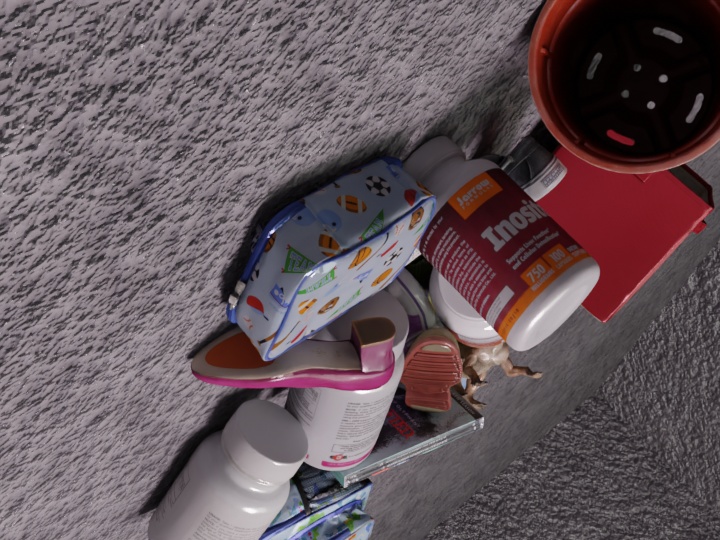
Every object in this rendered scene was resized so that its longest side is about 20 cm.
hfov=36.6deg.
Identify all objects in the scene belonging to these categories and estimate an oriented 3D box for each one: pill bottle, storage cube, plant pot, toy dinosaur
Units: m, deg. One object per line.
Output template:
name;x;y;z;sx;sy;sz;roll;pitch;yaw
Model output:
pill bottle;0.121;-0.030;1.034;0.113;0.200;0.113;-38;161;-16
storage cube;0.288;-0.075;1.280;0.180;0.200;0.171;-50;175;21
pill bottle;-0.142;0.240;1.191;0.114;0.114;0.201;-15;146;-56
pill bottle;-0.016;0.117;1.186;0.113;0.113;0.201;-30;151;-37
pill bottle;0.134;0.023;1.222;0.112;0.112;0.200;-44;168;-1
plant pot;0.275;-0.192;1.062;0.201;0.201;0.195;-48;169;13
toy dinosaur;0.149;0.094;1.401;0.085;0.137;0.200;8;147;-36

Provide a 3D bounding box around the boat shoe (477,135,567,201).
boat shoe;0.144;-0.092;1.172;0.072;0.068;0.200;-45;-175;-21

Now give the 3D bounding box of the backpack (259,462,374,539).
backpack;-0.086;0.324;1.409;0.198;0.148;0.184;-19;155;-21

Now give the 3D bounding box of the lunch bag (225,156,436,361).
lunch bag;-0.029;-0.008;0.967;0.199;0.076;0.161;-29;159;-41

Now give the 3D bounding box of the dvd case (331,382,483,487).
dvd case;0.028;0.177;1.317;0.198;0.146;0.022;-17;127;-27

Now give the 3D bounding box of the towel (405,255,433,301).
towel;0.100;0.004;1.351;0.143;0.023;0.201;-38;160;-19

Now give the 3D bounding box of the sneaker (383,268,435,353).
sneaker;0.021;0.077;1.261;0.114;0.073;0.201;-34;159;-19

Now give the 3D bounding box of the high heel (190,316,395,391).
high heel;-0.061;0.099;1.037;0.197;0.068;0.097;-5;139;-10

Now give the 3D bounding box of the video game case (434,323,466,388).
video game case;0.065;0.173;1.481;0.182;0.022;0.200;-42;143;-2

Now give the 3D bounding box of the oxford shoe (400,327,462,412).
oxford shoe;0.079;0.097;1.233;0.200;0.070;0.076;96;2;-65

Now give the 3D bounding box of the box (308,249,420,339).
box;0.000;0.000;1.098;0.199;0.039;0.042;-37;161;-23
